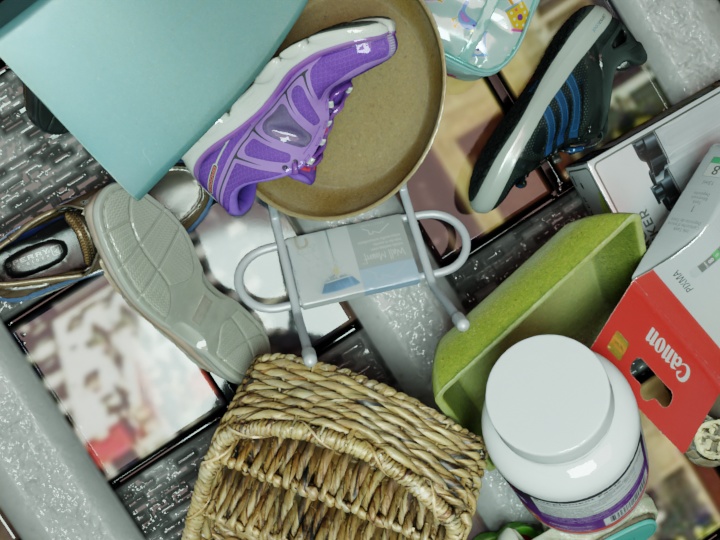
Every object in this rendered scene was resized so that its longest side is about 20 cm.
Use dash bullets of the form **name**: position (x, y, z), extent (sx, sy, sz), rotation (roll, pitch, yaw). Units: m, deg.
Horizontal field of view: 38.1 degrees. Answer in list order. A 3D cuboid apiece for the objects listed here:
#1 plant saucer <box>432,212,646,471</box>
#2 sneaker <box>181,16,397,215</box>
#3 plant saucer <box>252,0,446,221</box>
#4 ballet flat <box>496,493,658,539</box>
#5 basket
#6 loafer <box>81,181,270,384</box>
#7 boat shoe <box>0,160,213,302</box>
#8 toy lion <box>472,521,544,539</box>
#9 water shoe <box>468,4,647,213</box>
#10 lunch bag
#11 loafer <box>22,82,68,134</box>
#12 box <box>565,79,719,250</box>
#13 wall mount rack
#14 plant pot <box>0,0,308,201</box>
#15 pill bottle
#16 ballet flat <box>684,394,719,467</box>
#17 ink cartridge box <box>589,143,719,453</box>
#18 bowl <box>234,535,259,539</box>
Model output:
- **plant saucer**: position (0.142, 0.052, 0.831), extent (0.200, 0.200, 0.048), rotation (-41, 58, -3)
- **sneaker**: position (-0.042, -0.111, 0.762), extent (0.200, 0.081, 0.084), rotation (-36, 91, 32)
- **plant saucer**: position (-0.020, -0.138, 0.799), extent (0.199, 0.035, 0.202), rotation (1, 92, 27)
- **ballet flat**: position (0.150, 0.230, 0.856), extent (0.199, 0.068, 0.062), rotation (-24, 53, -13)
- **basket**: position (-0.019, 0.169, 0.765), extent (0.199, 0.143, 0.150), rotation (22, 55, 7)
- **loafer**: position (-0.150, 0.018, 0.801), extent (0.200, 0.063, 0.072), rotation (52, 51, -30)
- **boat shoe**: position (-0.207, -0.027, 0.823), extent (0.199, 0.072, 0.073), rotation (-29, 94, -5)
- **toy lion**: position (0.166, 0.310, 0.888), extent (0.198, 0.069, 0.193), rotation (-9, 85, -6)
- **water shoe**: position (0.166, -0.122, 0.863), extent (0.079, 0.071, 0.201), rotation (33, 89, -9)
- **lunch bag**: position (0.086, -0.265, 0.844), extent (0.160, 0.077, 0.201), rotation (24, 91, -6)
- **loafer**: position (-0.236, -0.210, 0.826), extent (0.072, 0.073, 0.202), rotation (18, 98, 32)
- **box**: position (0.290, -0.086, 0.883), extent (0.199, 0.060, 0.117), rotation (-28, 95, -5)
- **wall mount rack**: position (0.000, 0.000, 0.818), extent (0.198, 0.075, 0.175), rotation (-13, 59, -6)
- **plant pot**: position (-0.136, -0.181, 0.734), extent (0.200, 0.141, 0.142), rotation (-40, 118, 0)
- **pill bottle**: position (0.150, 0.120, 0.762), extent (0.111, 0.200, 0.112), rotation (-7, 64, 15)
- **ballet flat**: position (0.317, 0.072, 0.899), extent (0.067, 0.046, 0.202), rotation (13, 90, -8)
- **ink cartridge box**: position (0.280, 0.029, 0.815), extent (0.161, 0.050, 0.201), rotation (42, 75, -31)
- **bowl**: position (-0.037, 0.320, 0.842), extent (0.198, 0.075, 0.202), rotation (11, 81, -4)
